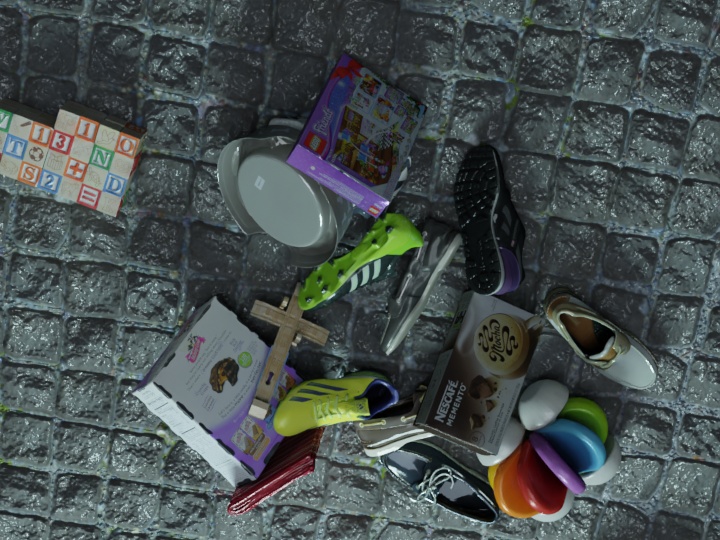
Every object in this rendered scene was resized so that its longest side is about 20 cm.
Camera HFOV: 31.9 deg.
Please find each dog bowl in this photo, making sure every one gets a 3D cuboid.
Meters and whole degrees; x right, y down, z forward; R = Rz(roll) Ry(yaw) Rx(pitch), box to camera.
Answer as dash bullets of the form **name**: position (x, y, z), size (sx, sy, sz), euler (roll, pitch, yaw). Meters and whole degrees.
- **dog bowl**: position (-0.095, -0.102, 1.666), size (0.199, 0.059, 0.202), euler (25, 138, 25)

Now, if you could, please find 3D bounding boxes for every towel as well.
- **towel**: position (-0.111, 0.267, 1.765), size (0.144, 0.200, 0.023), euler (-32, 99, 12)

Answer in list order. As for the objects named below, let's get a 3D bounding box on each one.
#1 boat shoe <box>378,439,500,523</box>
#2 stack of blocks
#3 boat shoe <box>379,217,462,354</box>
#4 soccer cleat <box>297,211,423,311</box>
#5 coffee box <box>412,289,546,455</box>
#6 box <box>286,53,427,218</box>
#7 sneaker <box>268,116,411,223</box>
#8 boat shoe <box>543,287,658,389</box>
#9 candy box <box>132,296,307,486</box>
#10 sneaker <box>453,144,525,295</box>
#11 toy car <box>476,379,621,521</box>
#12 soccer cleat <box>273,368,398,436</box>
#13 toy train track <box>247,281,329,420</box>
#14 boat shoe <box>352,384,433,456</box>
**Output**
- **boat shoe**: position (0.116, 0.313, 1.849), size (0.199, 0.062, 0.075), euler (32, 109, -8)
- **stack of blocks**: position (-0.401, -0.166, 1.701), size (0.198, 0.059, 0.116), euler (20, 108, -5)
- **boat shoe**: position (0.072, 0.020, 1.756), size (0.057, 0.067, 0.201), euler (33, 102, 11)
- **soccer cleat**: position (0.000, 0.000, 1.721), size (0.199, 0.068, 0.081), euler (-38, 134, 20)
- **coffee box**: position (0.163, 0.142, 1.740), size (0.112, 0.080, 0.202), euler (24, 80, -7)
- **box**: position (-0.001, -0.176, 1.620), size (0.136, 0.201, 0.039), euler (32, 136, -9)
- **sneaker**: position (-0.041, -0.124, 1.695), size (0.197, 0.080, 0.131), euler (16, 100, -15)
- **boat shoe**: position (0.339, 0.107, 1.771), size (0.199, 0.069, 0.075), euler (35, 106, -10)
- **candy box**: position (-0.188, 0.167, 1.751), size (0.200, 0.168, 0.071), euler (44, 143, -13)
- **sneaker**: position (0.183, -0.069, 1.724), size (0.075, 0.087, 0.203), euler (-2, 90, 43)
- **toy car**: position (0.269, 0.270, 1.784), size (0.200, 0.150, 0.175), euler (-41, 103, 14)
- **soccer cleat**: position (-0.032, 0.185, 1.750), size (0.199, 0.083, 0.065), euler (-16, 117, -39)
- **toy train track**: position (-0.109, 0.108, 1.739), size (0.114, 0.033, 0.202), euler (22, 70, -7)
- **boat shoe**: position (0.085, 0.202, 1.809), size (0.198, 0.072, 0.060), euler (-23, 108, 14)
